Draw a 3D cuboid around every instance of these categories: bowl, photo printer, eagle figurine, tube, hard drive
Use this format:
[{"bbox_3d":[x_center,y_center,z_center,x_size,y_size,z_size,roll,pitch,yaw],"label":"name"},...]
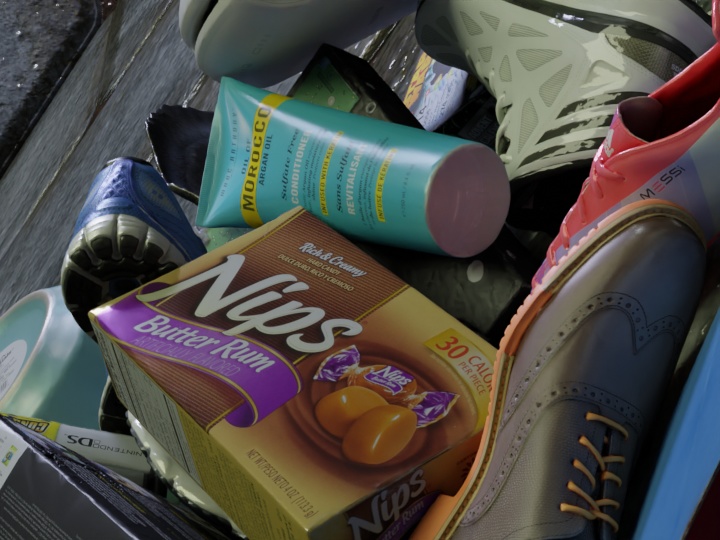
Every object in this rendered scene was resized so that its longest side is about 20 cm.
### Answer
[{"bbox_3d":[-0.172,0.086,1.093,0.201,0.105,0.201,-41,26,25],"label":"bowl"},{"bbox_3d":[-0.001,-0.165,0.977,0.200,0.070,0.166,-29,-3,-13],"label":"photo printer"},{"bbox_3d":[-0.052,-0.026,1.129,0.200,0.151,0.152,0,75,59],"label":"eagle figurine"},{"bbox_3d":[-0.014,-0.046,0.900,0.200,0.050,0.078,13,89,50],"label":"tube"},{"bbox_3d":[0.000,0.000,0.927,0.140,0.038,0.200,-54,48,18],"label":"hard drive"}]

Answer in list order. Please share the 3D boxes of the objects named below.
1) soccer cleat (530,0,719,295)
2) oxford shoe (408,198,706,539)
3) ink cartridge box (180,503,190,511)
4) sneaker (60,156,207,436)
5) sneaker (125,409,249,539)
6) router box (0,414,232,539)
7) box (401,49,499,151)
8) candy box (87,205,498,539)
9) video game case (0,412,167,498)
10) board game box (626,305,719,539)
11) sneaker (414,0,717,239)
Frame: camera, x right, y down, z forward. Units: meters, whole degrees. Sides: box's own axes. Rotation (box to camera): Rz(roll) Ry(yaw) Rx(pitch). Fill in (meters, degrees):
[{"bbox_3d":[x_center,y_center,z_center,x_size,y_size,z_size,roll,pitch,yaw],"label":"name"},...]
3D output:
[{"bbox_3d":[0.108,-0.024,0.740,0.200,0.076,0.067,-47,21,34],"label":"soccer cleat"},{"bbox_3d":[0.081,0.071,0.694,0.200,0.071,0.073,-65,26,8],"label":"oxford shoe"},{"bbox_3d":[-0.146,0.141,1.201,0.116,0.067,0.200,-45,22,38],"label":"ink cartridge box"},{"bbox_3d":[-0.097,0.022,0.951,0.200,0.078,0.089,85,-175,-48],"label":"sneaker"},{"bbox_3d":[-0.028,0.095,0.863,0.200,0.078,0.080,23,75,40],"label":"sneaker"},{"bbox_3d":[-0.088,0.135,0.832,0.051,0.149,0.200,-60,31,-4],"label":"router box"},{"bbox_3d":[0.083,-0.148,1.084,0.137,0.040,0.200,-36,29,54],"label":"box"},{"bbox_3d":[-0.019,0.052,0.802,0.116,0.057,0.200,-28,37,-19],"label":"candy box"},{"bbox_3d":[-0.197,0.148,1.000,0.026,0.180,0.200,-81,1,-48],"label":"video game case"},{"bbox_3d":[0.126,0.052,0.604,0.158,0.039,0.200,-62,-9,-56],"label":"board game box"},{"bbox_3d":[0.071,-0.081,0.900,0.200,0.076,0.116,15,75,57],"label":"sneaker"}]
